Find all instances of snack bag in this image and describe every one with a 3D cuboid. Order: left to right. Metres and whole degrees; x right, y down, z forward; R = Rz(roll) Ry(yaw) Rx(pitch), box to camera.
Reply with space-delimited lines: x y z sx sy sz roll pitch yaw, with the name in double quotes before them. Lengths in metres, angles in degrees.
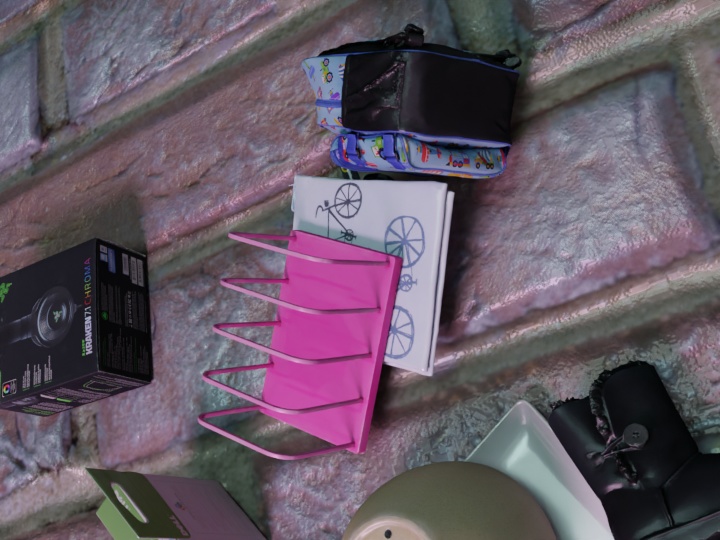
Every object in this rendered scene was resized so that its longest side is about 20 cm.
"snack bag" 0.000 0.000 0.965 0.200 0.021 0.189 7 94 37

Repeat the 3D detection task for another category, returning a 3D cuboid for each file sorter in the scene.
"file sorter" -0.067 0.069 0.923 0.139 0.125 0.200 16 99 36

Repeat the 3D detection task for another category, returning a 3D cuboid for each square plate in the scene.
"square plate" 0.150 0.254 0.853 0.198 0.028 0.200 -49 57 10

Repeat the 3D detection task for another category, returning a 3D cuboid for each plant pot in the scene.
"plant pot" 0.057 0.259 0.810 0.200 0.134 0.200 -10 70 28

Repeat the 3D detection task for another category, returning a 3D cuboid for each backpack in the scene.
"backpack" 0.037 -0.166 0.966 0.200 0.183 0.135 9 97 47

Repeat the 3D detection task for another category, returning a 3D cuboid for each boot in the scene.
"boot" 0.273 0.142 0.782 0.200 0.076 0.168 -27 55 9

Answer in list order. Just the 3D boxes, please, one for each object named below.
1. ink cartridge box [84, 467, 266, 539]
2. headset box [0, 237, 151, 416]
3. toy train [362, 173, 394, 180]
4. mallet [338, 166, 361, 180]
"ink cartridge box" -0.195 0.261 0.955 0.104 0.200 0.059 40 98 34
"headset box" -0.369 0.076 1.182 0.200 0.093 0.174 -18 66 26
"toy train" -0.012 -0.013 1.029 0.046 0.034 0.200 15 84 36
"mallet" 0.024 -0.035 0.981 0.066 0.041 0.200 -18 83 28
